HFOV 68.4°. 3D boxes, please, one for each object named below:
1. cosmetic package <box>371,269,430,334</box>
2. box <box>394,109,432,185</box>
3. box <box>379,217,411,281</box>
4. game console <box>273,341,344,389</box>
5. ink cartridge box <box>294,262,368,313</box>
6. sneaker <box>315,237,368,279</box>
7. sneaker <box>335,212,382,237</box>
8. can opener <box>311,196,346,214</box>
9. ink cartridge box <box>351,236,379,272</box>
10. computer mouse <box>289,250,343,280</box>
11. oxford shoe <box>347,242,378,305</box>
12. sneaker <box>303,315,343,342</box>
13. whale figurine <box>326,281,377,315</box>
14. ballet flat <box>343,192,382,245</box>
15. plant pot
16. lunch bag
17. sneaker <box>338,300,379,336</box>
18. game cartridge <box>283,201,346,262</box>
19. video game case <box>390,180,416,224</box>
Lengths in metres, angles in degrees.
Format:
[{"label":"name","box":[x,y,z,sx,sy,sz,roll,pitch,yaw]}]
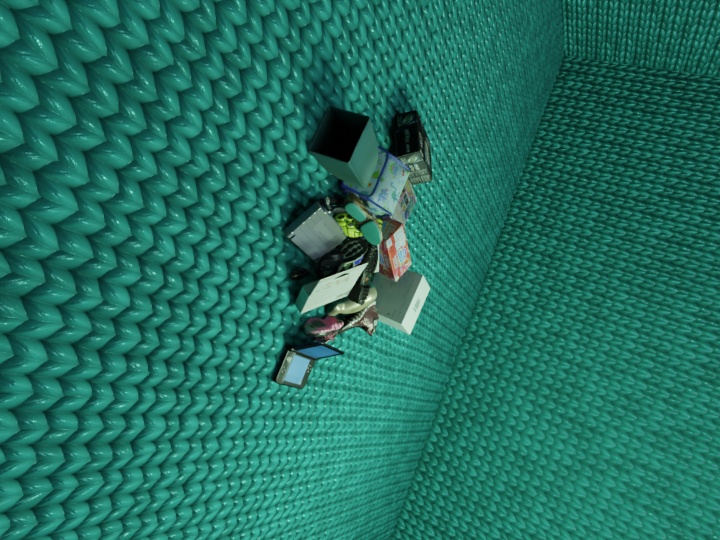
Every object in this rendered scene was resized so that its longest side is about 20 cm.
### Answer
[{"label":"cosmetic package","box":[0.132,0.099,2.028,0.205,0.195,0.123,-63,149,-14]},{"label":"box","box":[0.188,-0.426,1.855,0.200,0.083,0.171,43,42,-61]},{"label":"box","box":[0.104,-0.076,1.858,0.100,0.094,0.204,-44,140,-23]},{"label":"game console","box":[-0.160,0.305,1.688,0.176,0.115,0.200,-67,153,-8]},{"label":"ink cartridge box","box":[-0.088,0.038,1.601,0.196,0.045,0.178,-20,154,-39]},{"label":"sneaker","box":[-0.059,-0.029,1.699,0.197,0.078,0.089,-36,166,-10]},{"label":"sneaker","box":[-0.015,-0.147,1.727,0.195,0.082,0.077,5,98,-44]},{"label":"can opener","box":[-0.089,-0.193,1.587,0.199,0.077,0.065,-29,94,-57]},{"label":"ink cartridge box","box":[0.016,-0.059,1.791,0.203,0.091,0.038,88,-10,-55]},{"label":"computer mouse","box":[-0.125,-0.008,1.588,0.196,0.034,0.060,-26,150,-31]},{"label":"oxford shoe","box":[0.000,0.000,1.723,0.072,0.082,0.207,25,85,-58]},{"label":"sneaker","box":[-0.128,0.208,1.749,0.198,0.078,0.098,-1,119,-61]},{"label":"whale figurine","box":[-0.037,0.088,1.823,0.195,0.107,0.159,-20,166,-34]},{"label":"ballet flat","box":[0.011,-0.168,1.652,0.200,0.066,0.074,46,34,-37]},{"label":"plant pot","box":[-0.031,-0.332,1.511,0.145,0.137,0.200,-64,156,-11]},{"label":"lunch bag","box":[0.040,-0.290,1.674,0.196,0.126,0.175,30,77,-25]},{"label":"sneaker","box":[0.000,0.200,1.907,0.197,0.075,0.119,-35,111,-29]},{"label":"game cartridge","box":[-0.125,-0.108,1.522,0.129,0.039,0.200,-43,151,1]},{"label":"video game case","box":[0.133,-0.256,1.877,0.186,0.023,0.203,-61,142,-30]}]
